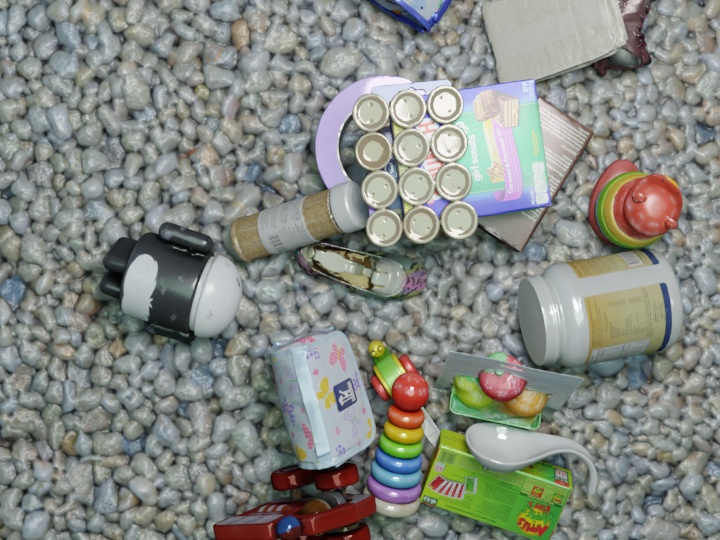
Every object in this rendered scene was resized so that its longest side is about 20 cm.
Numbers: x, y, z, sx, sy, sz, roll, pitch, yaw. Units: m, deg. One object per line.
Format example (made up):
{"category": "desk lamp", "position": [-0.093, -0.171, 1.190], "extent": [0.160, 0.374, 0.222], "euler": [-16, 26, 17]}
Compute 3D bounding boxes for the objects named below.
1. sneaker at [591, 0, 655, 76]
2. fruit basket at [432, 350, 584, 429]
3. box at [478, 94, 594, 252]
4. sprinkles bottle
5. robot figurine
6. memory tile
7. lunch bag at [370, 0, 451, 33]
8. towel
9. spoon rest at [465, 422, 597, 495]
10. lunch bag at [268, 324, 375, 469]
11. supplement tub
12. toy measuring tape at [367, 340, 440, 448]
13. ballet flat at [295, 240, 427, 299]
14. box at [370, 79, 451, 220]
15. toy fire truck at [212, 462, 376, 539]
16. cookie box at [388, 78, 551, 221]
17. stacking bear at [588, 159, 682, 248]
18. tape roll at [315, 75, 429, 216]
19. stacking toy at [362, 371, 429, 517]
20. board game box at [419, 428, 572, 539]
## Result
{"category": "sneaker", "position": [0.399, -0.360, 1.537], "extent": [0.200, 0.076, 0.116], "euler": [-42, 95, 12]}
{"category": "fruit basket", "position": [0.199, 0.151, 1.485], "extent": [0.182, 0.201, 0.095], "euler": [11, 64, 2]}
{"category": "box", "position": [0.239, -0.136, 1.539], "extent": [0.099, 0.075, 0.202], "euler": [32, 90, 0]}
{"category": "sprinkles bottle", "position": [-0.087, -0.067, 1.511], "extent": [0.197, 0.068, 0.069], "euler": [-16, 91, 26]}
{"category": "robot figurine", "position": [-0.266, 0.019, 1.527], "extent": [0.197, 0.151, 0.127], "euler": [17, 70, 1]}
{"category": "memory tile", "position": [0.070, -0.135, 1.400], "extent": [0.150, 0.017, 0.204], "euler": [-7, 93, 4]}
{"category": "lunch bag", "position": [0.062, -0.455, 1.511], "extent": [0.199, 0.124, 0.171], "euler": [34, 91, 8]}
{"category": "towel", "position": [0.272, -0.345, 1.514], "extent": [0.198, 0.034, 0.135], "euler": [-14, 89, 32]}
{"category": "spoon rest", "position": [0.241, 0.255, 1.495], "extent": [0.197, 0.100, 0.061], "euler": [16, 113, -6]}
{"category": "lunch bag", "position": [-0.054, 0.174, 1.487], "extent": [0.125, 0.200, 0.172], "euler": [-16, 90, 2]}
{"category": "supplement tub", "position": [0.330, 0.054, 1.492], "extent": [0.196, 0.144, 0.147], "euler": [-9, 91, -8]}
{"category": "toy measuring tape", "position": [0.071, 0.188, 1.549], "extent": [0.073, 0.074, 0.201], "euler": [-34, 90, 2]}
{"category": "ballet flat", "position": [0.000, 0.000, 1.546], "extent": [0.197, 0.071, 0.070], "euler": [15, 93, 0]}
{"category": "box", "position": [0.079, -0.163, 1.497], "extent": [0.119, 0.032, 0.204], "euler": [-6, 90, 1]}
{"category": "toy fire truck", "position": [-0.085, 0.344, 1.490], "extent": [0.198, 0.167, 0.114], "euler": [-10, 92, 37]}
{"category": "cookie box", "position": [0.144, -0.157, 1.442], "extent": [0.196, 0.075, 0.174], "euler": [-8, 93, 2]}
{"category": "stacking bear", "position": [0.384, -0.086, 1.472], "extent": [0.121, 0.200, 0.114], "euler": [44, 92, 0]}
{"category": "tape roll", "position": [0.034, -0.175, 1.545], "extent": [0.196, 0.066, 0.204], "euler": [0, 91, 2]}
{"category": "stacking toy", "position": [0.060, 0.240, 1.509], "extent": [0.084, 0.085, 0.203], "euler": [11, 106, 1]}
{"category": "board game box", "position": [0.194, 0.310, 1.545], "extent": [0.197, 0.048, 0.103], "euler": [18, 114, 1]}
